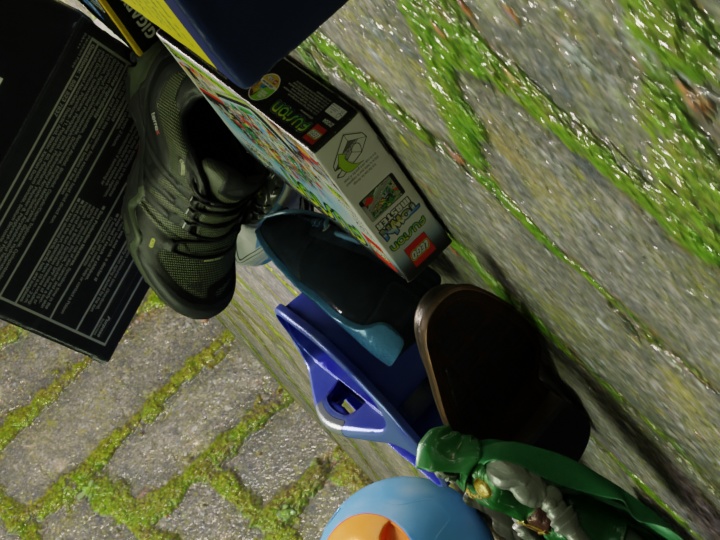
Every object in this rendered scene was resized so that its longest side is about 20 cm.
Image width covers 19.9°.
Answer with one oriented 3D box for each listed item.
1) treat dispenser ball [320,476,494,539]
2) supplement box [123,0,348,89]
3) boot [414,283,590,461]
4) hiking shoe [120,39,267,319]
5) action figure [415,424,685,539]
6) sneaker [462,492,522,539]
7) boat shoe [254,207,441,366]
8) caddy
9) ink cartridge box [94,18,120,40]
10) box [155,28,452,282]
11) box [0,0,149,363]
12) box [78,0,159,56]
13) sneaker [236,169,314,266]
[{"bbox_3d":[0.051,0.324,2.216,0.201,0.201,0.201,47,173,7],"label":"treat dispenser ball"},{"bbox_3d":[-0.065,-0.155,0.590,0.200,0.109,0.109,39,169,50],"label":"supplement box"},{"bbox_3d":[0.055,0.050,1.162,0.097,0.075,0.200,39,171,38],"label":"boot"},{"bbox_3d":[-0.104,-0.052,1.319,0.101,0.075,0.201,31,132,52],"label":"hiking shoe"},{"bbox_3d":[0.119,0.138,1.113,0.199,0.055,0.118,29,164,-7],"label":"action figure"},{"bbox_3d":[0.130,0.157,1.376,0.091,0.076,0.200,34,175,23],"label":"sneaker"},{"bbox_3d":[0.000,0.000,1.272,0.084,0.069,0.200,42,179,-35],"label":"boat shoe"},{"bbox_3d":[0.014,0.070,1.388,0.141,0.105,0.200,49,173,-23],"label":"caddy"},{"bbox_3d":[-0.142,-0.123,1.538,0.161,0.050,0.200,49,175,-14],"label":"ink cartridge box"},{"bbox_3d":[-0.035,-0.078,1.163,0.200,0.035,0.110,39,170,51],"label":"box"},{"bbox_3d":[-0.217,-0.068,1.386,0.123,0.201,0.198,28,178,33],"label":"box"},{"bbox_3d":[-0.203,-0.238,1.263,0.200,0.049,0.160,43,173,37],"label":"box"},{"bbox_3d":[-0.063,-0.054,1.416,0.200,0.072,0.072,128,128,-72],"label":"sneaker"}]
